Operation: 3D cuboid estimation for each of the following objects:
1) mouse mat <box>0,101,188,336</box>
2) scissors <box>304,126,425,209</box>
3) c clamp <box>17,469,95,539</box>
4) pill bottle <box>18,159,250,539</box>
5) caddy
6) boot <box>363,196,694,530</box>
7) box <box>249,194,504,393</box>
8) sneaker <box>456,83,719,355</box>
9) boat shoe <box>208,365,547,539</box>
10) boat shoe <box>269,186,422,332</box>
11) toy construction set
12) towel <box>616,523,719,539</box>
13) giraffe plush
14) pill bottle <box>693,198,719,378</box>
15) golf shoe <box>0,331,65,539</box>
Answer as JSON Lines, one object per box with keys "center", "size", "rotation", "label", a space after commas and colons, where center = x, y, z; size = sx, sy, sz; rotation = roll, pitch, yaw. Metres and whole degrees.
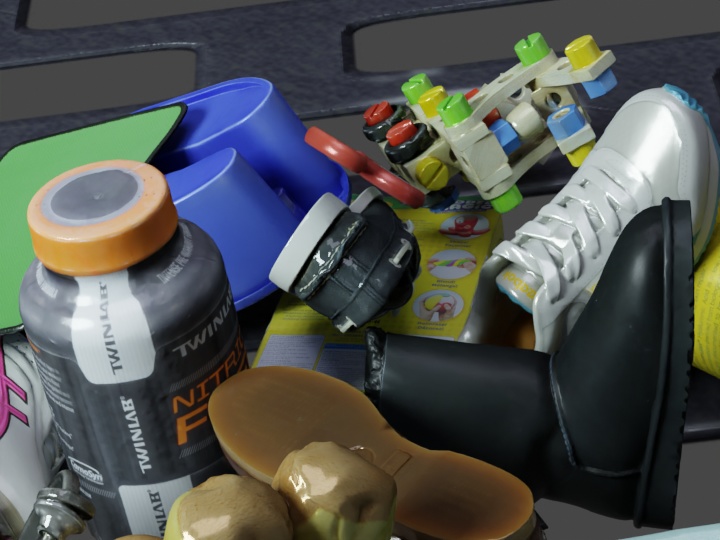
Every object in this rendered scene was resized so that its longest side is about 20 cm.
{"center": [-0.197, -0.024, 1.178], "size": [0.161, 0.008, 0.200], "rotation": [-9, 35, 37], "label": "mouse mat"}
{"center": [-0.007, -0.068, 1.176], "size": [0.073, 0.014, 0.200], "rotation": [29, 5, -12], "label": "scissors"}
{"center": [-0.157, 0.173, 0.907], "size": [0.027, 0.171, 0.200], "rotation": [21, 61, -9], "label": "c clamp"}
{"center": [-0.112, 0.044, 1.038], "size": [0.106, 0.200, 0.106], "rotation": [-8, 35, 5], "label": "pill bottle"}
{"center": [-0.100, -0.027, 1.205], "size": [0.200, 0.105, 0.141], "rotation": [-14, 33, 32], "label": "caddy"}
{"center": [0.081, 0.050, 1.006], "size": [0.162, 0.199, 0.073], "rotation": [4, 34, 7], "label": "boot"}
{"center": [0.015, 0.022, 1.178], "size": [0.117, 0.048, 0.200], "rotation": [3, 39, 16], "label": "box"}
{"center": [0.117, -0.006, 1.062], "size": [0.081, 0.200, 0.077], "rotation": [6, 29, -47], "label": "sneaker"}
{"center": [0.005, 0.109, 0.960], "size": [0.070, 0.070, 0.200], "rotation": [-37, 42, -26], "label": "boat shoe"}
{"center": [0.000, 0.000, 1.078], "size": [0.060, 0.076, 0.200], "rotation": [36, 11, 5], "label": "boat shoe"}
{"center": [0.077, -0.089, 1.208], "size": [0.131, 0.092, 0.200], "rotation": [-34, 4, -2], "label": "toy construction set"}
{"center": [0.189, 0.187, 0.873], "size": [0.200, 0.048, 0.171], "rotation": [-10, 52, 4], "label": "towel"}
{"center": [-0.067, 0.172, 0.905], "size": [0.172, 0.200, 0.162], "rotation": [-20, 18, -33], "label": "giraffe plush"}
{"center": [0.205, 0.003, 1.109], "size": [0.200, 0.111, 0.111], "rotation": [26, 48, 38], "label": "pill bottle"}
{"center": [-0.188, 0.081, 1.112], "size": [0.092, 0.073, 0.200], "rotation": [-20, 38, -10], "label": "golf shoe"}
